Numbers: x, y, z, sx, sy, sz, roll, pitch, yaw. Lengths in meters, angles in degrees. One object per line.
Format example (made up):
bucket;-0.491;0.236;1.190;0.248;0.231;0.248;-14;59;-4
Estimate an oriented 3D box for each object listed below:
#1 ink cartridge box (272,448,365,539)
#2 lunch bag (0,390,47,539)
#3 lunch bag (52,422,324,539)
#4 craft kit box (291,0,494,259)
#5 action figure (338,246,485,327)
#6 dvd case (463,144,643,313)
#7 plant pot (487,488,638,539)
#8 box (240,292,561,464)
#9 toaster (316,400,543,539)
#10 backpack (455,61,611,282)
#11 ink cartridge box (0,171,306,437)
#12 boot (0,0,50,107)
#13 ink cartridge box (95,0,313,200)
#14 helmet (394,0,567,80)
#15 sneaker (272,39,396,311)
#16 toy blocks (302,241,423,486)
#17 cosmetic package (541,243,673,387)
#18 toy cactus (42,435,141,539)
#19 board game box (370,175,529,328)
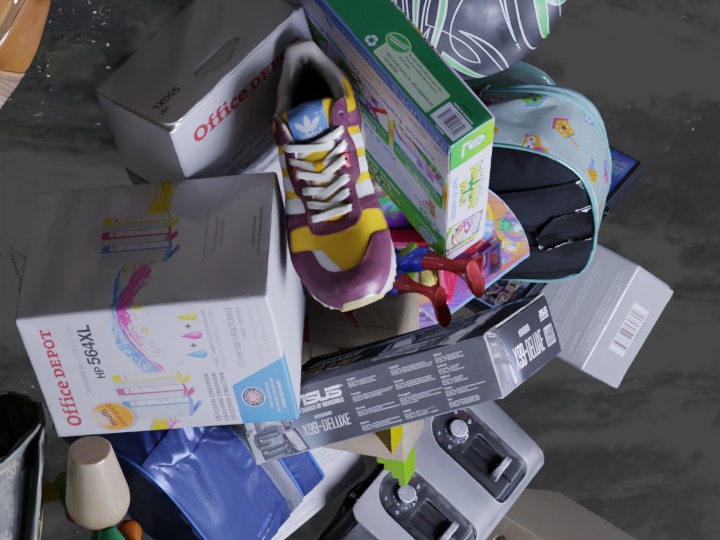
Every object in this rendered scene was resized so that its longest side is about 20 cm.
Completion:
ink cartridge box;-0.084;0.127;1.862;0.161;0.050;0.201;-36;121;-34
lunch bag;-0.285;0.187;1.543;0.200;0.117;0.165;-28;133;-58
lunch bag;-0.127;0.125;1.690;0.132;0.136;0.200;-51;138;-19
craft kit box;0.018;-0.125;1.603;0.048;0.200;0.198;-34;161;-15
action figure;0.000;0.000;1.674;0.065;0.200;0.052;-43;132;-30
dvd case;0.131;-0.051;1.917;0.200;0.142;0.018;-47;148;-22
plant pot;0.170;0.328;2.227;0.177;0.199;0.201;27;91;-47
box;0.030;0.078;1.614;0.158;0.199;0.050;-26;99;-67
toaster;0.049;0.217;1.974;0.181;0.119;0.200;-48;177;-31
backpack;0.108;-0.080;1.812;0.176;0.199;0.154;81;27;-44
ink cartridge box;-0.147;0.026;1.543;0.126;0.199;0.129;-89;171;-45
boot;-0.251;-0.173;1.354;0.156;0.077;0.200;-61;150;2
ink cartridge box;-0.094;-0.094;1.626;0.145;0.084;0.200;-46;144;-25
helmet;0.071;-0.239;1.639;0.191;0.199;0.201;-57;156;-54
sneaker;-0.027;-0.065;1.518;0.075;0.201;0.090;-18;141;5
toy blocks;-0.023;0.067;1.776;0.100;0.136;0.201;-55;148;-53
cosmetic package;0.157;0.009;1.950;0.107;0.200;0.090;-60;146;2
toy cactus;-0.193;0.189;1.590;0.102;0.200;0.166;-10;128;-8
board game box;0.032;-0.008;1.771;0.200;0.158;0.039;-39;-153;42
